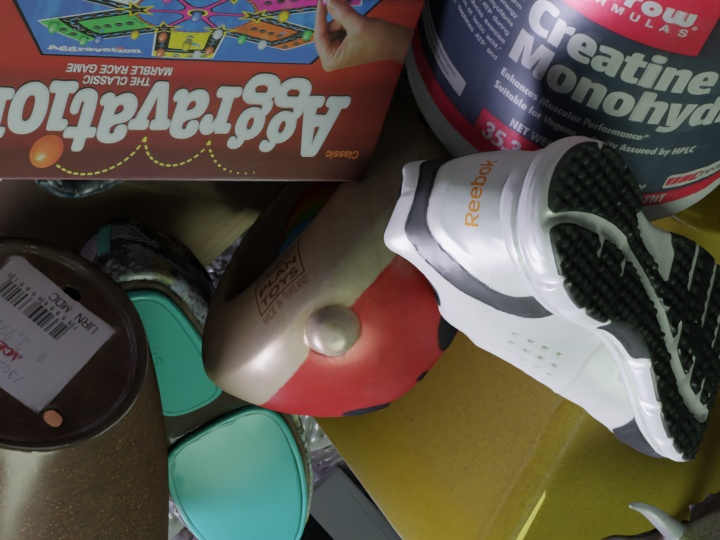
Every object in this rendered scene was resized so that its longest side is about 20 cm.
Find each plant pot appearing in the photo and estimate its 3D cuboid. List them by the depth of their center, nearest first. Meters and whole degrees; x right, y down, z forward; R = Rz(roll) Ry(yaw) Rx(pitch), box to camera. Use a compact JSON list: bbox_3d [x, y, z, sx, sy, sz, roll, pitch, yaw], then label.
[{"bbox_3d":[-0.149,0.080,0.973,0.187,0.187,0.200,-3,146,-23],"label":"plant pot"},{"bbox_3d":[0.110,0.025,1.090,0.200,0.200,0.176,9,119,-37],"label":"plant pot"}]

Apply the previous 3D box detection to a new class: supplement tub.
[{"bbox_3d":[0.105,-0.123,0.894,0.140,0.140,0.200,-5,148,-21],"label":"supplement tub"}]

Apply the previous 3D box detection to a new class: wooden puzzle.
[{"bbox_3d":[-0.154,-0.009,1.058,0.185,0.037,0.200,11,134,-41],"label":"wooden puzzle"}]

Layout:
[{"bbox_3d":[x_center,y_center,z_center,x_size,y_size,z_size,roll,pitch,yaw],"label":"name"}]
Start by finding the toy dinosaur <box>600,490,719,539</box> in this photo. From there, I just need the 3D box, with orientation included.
[{"bbox_3d":[0.182,0.091,0.992,0.200,0.077,0.102,-30,171,-16],"label":"toy dinosaur"}]

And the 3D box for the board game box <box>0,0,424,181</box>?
[{"bbox_3d":[-0.065,-0.078,0.839,0.200,0.019,0.103,-2,122,-39],"label":"board game box"}]

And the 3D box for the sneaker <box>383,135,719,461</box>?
[{"bbox_3d":[0.077,0.009,0.916,0.080,0.074,0.200,3,153,30],"label":"sneaker"}]

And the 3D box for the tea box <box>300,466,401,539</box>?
[{"bbox_3d":[-0.072,0.239,1.325,0.200,0.134,0.197,-42,178,36],"label":"tea box"}]

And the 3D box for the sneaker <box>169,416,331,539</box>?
[{"bbox_3d":[-0.069,0.059,1.179,0.200,0.079,0.078,-31,119,-21],"label":"sneaker"}]

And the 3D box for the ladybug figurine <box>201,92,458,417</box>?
[{"bbox_3d":[0.000,0.000,0.984,0.072,0.200,0.136,41,108,-10],"label":"ladybug figurine"}]

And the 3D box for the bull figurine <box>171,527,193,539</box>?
[{"bbox_3d":[-0.180,0.156,1.285,0.200,0.065,0.121,-30,144,17],"label":"bull figurine"}]

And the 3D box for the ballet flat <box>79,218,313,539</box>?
[{"bbox_3d":[-0.071,0.048,1.084,0.072,0.072,0.200,-20,136,5],"label":"ballet flat"}]

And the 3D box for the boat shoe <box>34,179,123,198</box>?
[{"bbox_3d":[-0.057,-0.110,0.881,0.071,0.091,0.200,11,139,-40],"label":"boat shoe"}]
